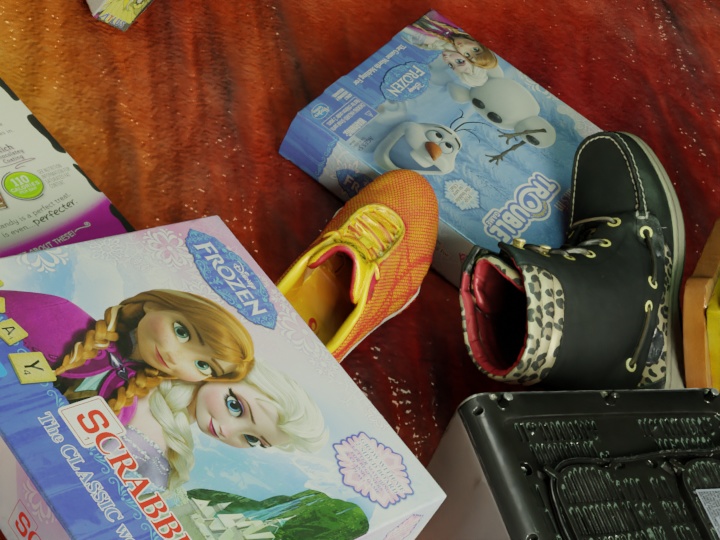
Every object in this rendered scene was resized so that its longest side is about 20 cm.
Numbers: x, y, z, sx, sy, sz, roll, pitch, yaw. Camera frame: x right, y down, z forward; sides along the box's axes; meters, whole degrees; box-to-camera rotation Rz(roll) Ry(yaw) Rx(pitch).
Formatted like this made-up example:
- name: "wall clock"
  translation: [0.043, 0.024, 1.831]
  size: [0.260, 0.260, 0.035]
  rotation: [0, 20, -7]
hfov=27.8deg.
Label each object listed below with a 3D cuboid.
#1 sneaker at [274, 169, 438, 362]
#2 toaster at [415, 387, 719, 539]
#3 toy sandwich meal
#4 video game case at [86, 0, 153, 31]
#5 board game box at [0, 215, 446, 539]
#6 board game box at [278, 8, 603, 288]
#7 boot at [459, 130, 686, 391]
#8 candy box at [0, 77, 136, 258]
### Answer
- name: "sneaker"
  translation: [0.000, 0.000, 0.859]
  size: [0.073, 0.077, 0.200]
  rotation: [33, 48, 2]
- name: "toaster"
  translation: [0.140, 0.166, 0.756]
  size: [0.179, 0.119, 0.201]
  rotation: [0, 48, -28]
- name: "toy sandwich meal"
  translation: [0.255, 0.020, 0.951]
  size: [0.070, 0.207, 0.206]
  rotation: [1, 38, 18]
- name: "video game case"
  translation: [-0.150, -0.298, 1.009]
  size: [0.036, 0.181, 0.201]
  rotation: [19, 36, -49]
- name: "board game box"
  translation: [-0.088, 0.069, 0.675]
  size: [0.199, 0.041, 0.200]
  rotation: [-15, 57, -49]
- name: "board game box"
  translation: [0.076, -0.080, 1.021]
  size: [0.198, 0.044, 0.200]
  rotation: [37, 43, 7]
- name: "boot"
  translation: [0.131, -0.009, 0.898]
  size: [0.153, 0.073, 0.206]
  rotation: [17, 62, -40]
- name: "candy box"
  translation: [-0.203, -0.012, 0.781]
  size: [0.136, 0.061, 0.200]
  rotation: [-25, 65, -44]
